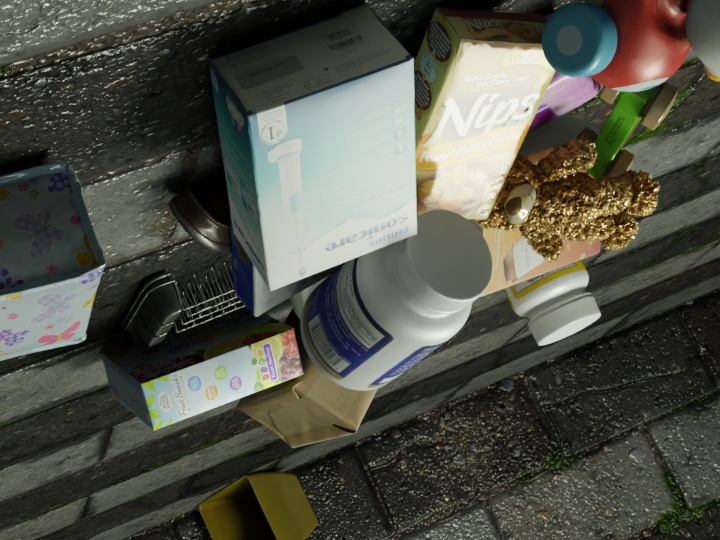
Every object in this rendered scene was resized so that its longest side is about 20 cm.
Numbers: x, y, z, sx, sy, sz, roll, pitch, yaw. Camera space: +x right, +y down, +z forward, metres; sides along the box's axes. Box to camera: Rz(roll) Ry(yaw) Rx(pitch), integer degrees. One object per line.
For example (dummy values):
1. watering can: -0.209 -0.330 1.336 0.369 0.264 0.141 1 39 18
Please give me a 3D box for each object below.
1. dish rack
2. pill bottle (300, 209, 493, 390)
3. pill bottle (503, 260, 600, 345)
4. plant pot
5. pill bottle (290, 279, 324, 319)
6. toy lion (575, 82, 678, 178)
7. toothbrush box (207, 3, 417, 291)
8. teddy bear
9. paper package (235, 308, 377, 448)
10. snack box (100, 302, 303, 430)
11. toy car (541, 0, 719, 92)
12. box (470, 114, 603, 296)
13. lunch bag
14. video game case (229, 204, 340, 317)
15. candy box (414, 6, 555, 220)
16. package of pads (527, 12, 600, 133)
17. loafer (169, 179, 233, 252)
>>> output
1. dish rack: -0.168 0.030 1.698 0.199 0.055 0.153 -21 168 -28
2. pill bottle: 0.036 0.026 1.369 0.119 0.120 0.200 -16 165 -35
3. pill bottle: 0.239 -0.008 1.971 0.114 0.201 0.114 -23 167 -6
4. plant pot: -0.222 0.577 3.388 0.200 0.201 0.176 -36 167 38
5. pill bottle: 0.000 0.000 1.722 0.104 0.105 0.200 -33 -177 28
6. toy lion: 0.301 -0.202 1.501 0.192 0.068 0.200 -54 172 -29
7. toothbrush box: -0.035 -0.099 1.208 0.146 0.085 0.201 -22 139 -15
8. teddy bear: 0.207 -0.066 1.469 0.199 0.067 0.145 22 135 -32
9. paper package: -0.042 0.111 1.871 0.190 0.103 0.201 -25 -147 58
10. snack box: -0.195 0.112 1.770 0.199 0.068 0.168 -18 -163 -22
11. toy car: 0.293 -0.206 1.227 0.184 0.200 0.178 -15 134 -51
12. box: 0.167 -0.079 1.600 0.199 0.153 0.106 -19 -150 -37
13. lunch bag: -0.323 0.013 1.194 0.199 0.128 0.170 -12 161 -22
14. video game case: -0.038 -0.070 1.376 0.181 0.045 0.201 -28 148 -23
15. candy box: 0.093 -0.138 1.321 0.115 0.055 0.201 -2 133 -30
16. package of pads: 0.134 -0.169 1.432 0.199 0.076 0.120 -29 164 12
17. loafer: -0.106 -0.069 1.419 0.071 0.073 0.200 -50 159 27
